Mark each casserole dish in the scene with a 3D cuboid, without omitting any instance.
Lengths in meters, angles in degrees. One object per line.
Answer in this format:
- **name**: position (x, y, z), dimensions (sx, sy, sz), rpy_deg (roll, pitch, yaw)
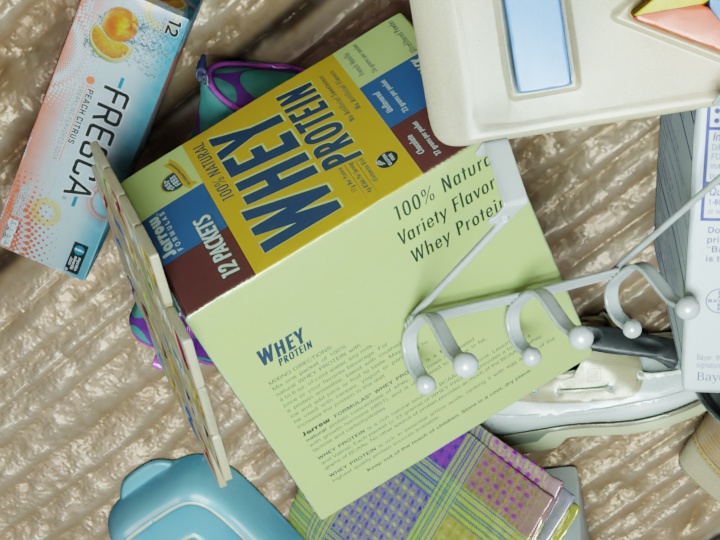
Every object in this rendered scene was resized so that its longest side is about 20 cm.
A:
- **casserole dish**: position (-0.102, 0.224, 1.209), dimensions (0.121, 0.039, 0.200), rpy_deg (-35, 108, 20)

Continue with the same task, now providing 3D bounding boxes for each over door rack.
- **over door rack**: position (0.112, -0.001, 0.847), dimensions (0.147, 0.067, 0.200), rpy_deg (-13, 153, -20)

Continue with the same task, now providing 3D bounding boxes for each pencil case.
- **pencil case**: position (-0.087, -0.036, 1.044), dimensions (0.085, 0.092, 0.200), rpy_deg (18, 118, -4)

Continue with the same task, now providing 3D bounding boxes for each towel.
- **towel**: position (0.041, 0.160, 1.079), dimensions (0.023, 0.200, 0.144), rpy_deg (23, 98, -48)

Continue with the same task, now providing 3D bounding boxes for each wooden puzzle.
- **wooden puzzle**: position (0.116, -0.164, 0.806), dimensions (0.199, 0.046, 0.186), rpy_deg (-8, 101, 12)

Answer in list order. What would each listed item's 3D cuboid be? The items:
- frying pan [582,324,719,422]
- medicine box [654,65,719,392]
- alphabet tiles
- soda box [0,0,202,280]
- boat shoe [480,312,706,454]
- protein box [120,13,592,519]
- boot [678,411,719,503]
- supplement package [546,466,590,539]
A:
- **frying pan**: position (0.227, 0.068, 1.032), dimensions (0.189, 0.115, 0.031), rpy_deg (-15, 152, 0)
- **medicine box**: position (0.233, -0.058, 0.952), dimensions (0.103, 0.182, 0.201), rpy_deg (1, 117, 4)
- **alphabet tiles**: position (-0.117, 0.025, 0.938), dimensions (0.006, 0.200, 0.167), rpy_deg (-20, 127, -12)
- **soda box**: position (-0.166, -0.098, 1.036), dimensions (0.068, 0.064, 0.200), rpy_deg (23, 117, -7)
- **boat shoe**: position (0.161, 0.067, 1.083), dimensions (0.199, 0.075, 0.069), rpy_deg (-16, 109, 5)
- **protein box**: position (0.000, 0.000, 0.966), dimensions (0.198, 0.135, 0.200), rpy_deg (-31, 134, -2)
- **boot**: position (0.335, 0.131, 1.100), dimensions (0.200, 0.072, 0.166), rpy_deg (38, 116, -10)
- **supplement package**: position (0.114, 0.259, 1.162), dimensions (0.117, 0.117, 0.201), rpy_deg (-9, 115, 10)
